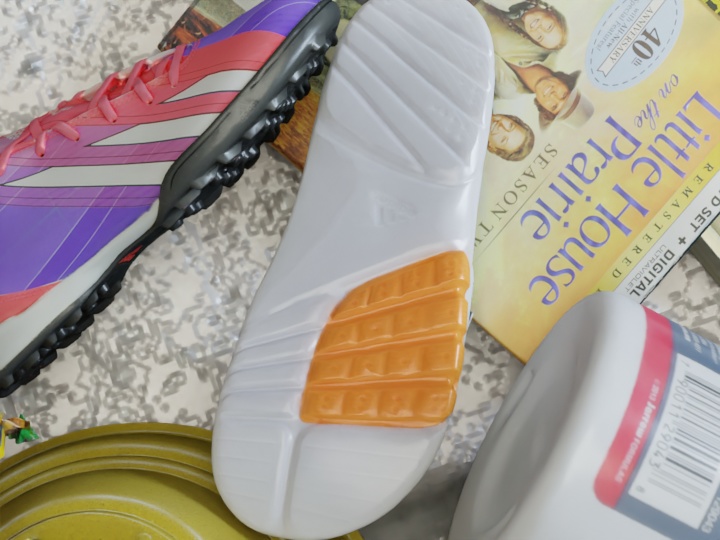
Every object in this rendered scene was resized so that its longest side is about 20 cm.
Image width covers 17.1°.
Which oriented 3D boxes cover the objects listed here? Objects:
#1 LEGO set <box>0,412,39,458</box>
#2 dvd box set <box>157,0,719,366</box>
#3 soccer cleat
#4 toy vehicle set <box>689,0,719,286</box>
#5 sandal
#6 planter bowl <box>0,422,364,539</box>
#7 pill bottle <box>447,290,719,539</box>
[{"bbox_3d":[-0.191,0.112,0.763,0.200,0.154,0.116,-16,121,-7],"label":"LEGO set"},{"bbox_3d":[0.045,-0.072,0.886,0.200,0.029,0.146,42,98,4],"label":"dvd box set"},{"bbox_3d":[-0.092,-0.038,0.852,0.200,0.068,0.073,-44,87,16],"label":"soccer cleat"},{"bbox_3d":[0.141,-0.090,0.917,0.124,0.027,0.200,-39,88,-7],"label":"toy vehicle set"},{"bbox_3d":[0.008,0.001,0.855,0.079,0.059,0.207,14,74,9],"label":"sandal"},{"bbox_3d":[-0.087,0.136,0.821,0.200,0.083,0.201,-2,69,5],"label":"planter bowl"},{"bbox_3d":[0.142,0.102,0.829,0.200,0.120,0.120,28,83,-8],"label":"pill bottle"}]
